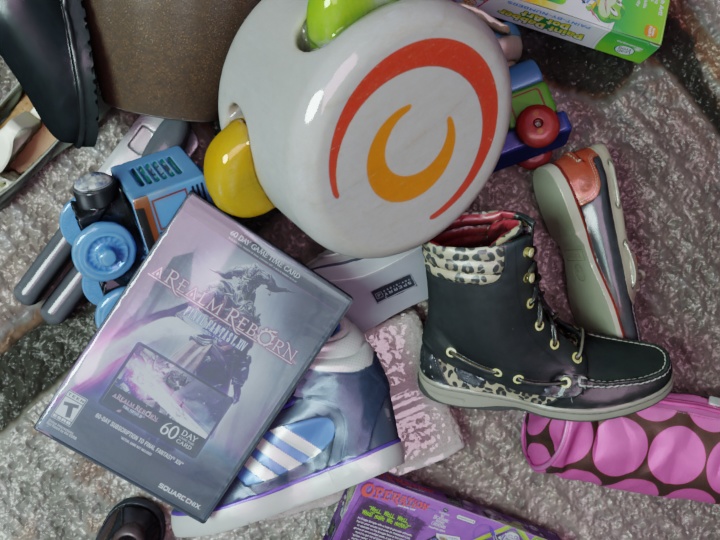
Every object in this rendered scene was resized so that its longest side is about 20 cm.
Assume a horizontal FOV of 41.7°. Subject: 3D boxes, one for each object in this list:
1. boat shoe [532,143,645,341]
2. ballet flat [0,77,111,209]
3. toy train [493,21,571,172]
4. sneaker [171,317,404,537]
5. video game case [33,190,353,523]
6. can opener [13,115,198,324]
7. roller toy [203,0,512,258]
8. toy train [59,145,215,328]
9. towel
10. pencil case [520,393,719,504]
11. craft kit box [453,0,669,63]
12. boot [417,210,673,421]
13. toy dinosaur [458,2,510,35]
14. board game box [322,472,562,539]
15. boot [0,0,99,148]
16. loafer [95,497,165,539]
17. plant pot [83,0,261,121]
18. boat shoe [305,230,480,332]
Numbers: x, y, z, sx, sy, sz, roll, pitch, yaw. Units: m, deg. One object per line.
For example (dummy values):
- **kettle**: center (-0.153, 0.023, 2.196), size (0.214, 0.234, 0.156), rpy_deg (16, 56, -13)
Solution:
- **boat shoe**: center (0.207, -0.006, 0.798), size (0.062, 0.071, 0.201), rpy_deg (-23, 99, -16)
- **ballet flat**: center (-0.252, -0.123, 0.748), size (0.067, 0.064, 0.200), rpy_deg (41, 89, -7)
- **toy train**: center (0.060, -0.119, 0.778), size (0.199, 0.085, 0.116), rpy_deg (-20, 79, 3)
- **sneaker**: center (-0.073, 0.113, 0.748), size (0.199, 0.081, 0.147), rpy_deg (-20, 83, 7)
- **video game case**: center (-0.117, 0.065, 0.681), size (0.143, 0.019, 0.201), rpy_deg (34, 93, -15)
- **can opener**: center (-0.204, -0.046, 0.756), size (0.053, 0.067, 0.200), rpy_deg (37, 89, -6)
- **roller toy**: center (-0.001, -0.112, 0.665), size (0.182, 0.140, 0.201), rpy_deg (11, 111, -42)
- **toy train**: center (-0.153, 0.008, 0.726), size (0.114, 0.087, 0.201), rpy_deg (-21, 123, -16)
- **towel**: center (-0.022, 0.124, 0.801), size (0.199, 0.034, 0.133), rpy_deg (-21, 96, -4)
- **pencil case**: center (0.242, 0.139, 0.802), size (0.199, 0.091, 0.094), rpy_deg (8, 128, -8)
- **craft kit box**: center (0.164, -0.293, 0.766), size (0.196, 0.049, 0.201), rpy_deg (16, 79, -4)
- **boot**: center (0.140, 0.034, 0.724), size (0.202, 0.074, 0.154), rpy_deg (1, 123, 11)
- **toy dinosaur**: center (0.012, -0.201, 0.745), size (0.199, 0.088, 0.048), rpy_deg (-10, 55, 14)
- **board game box**: center (0.064, 0.251, 0.804), size (0.199, 0.032, 0.121), rpy_deg (23, 101, -14)
- **boot**: center (-0.277, -0.173, 0.651), size (0.167, 0.076, 0.201), rpy_deg (-13, 113, -20)
- **loafer**: center (-0.217, 0.289, 0.779), size (0.071, 0.063, 0.201), rpy_deg (19, 92, -6)
- **plant pot**: center (-0.138, -0.220, 0.708), size (0.186, 0.187, 0.201), rpy_deg (9, 106, -6)
- **boat shoe**: center (0.000, 0.000, 0.778), size (0.199, 0.066, 0.072), rpy_deg (-25, 126, 9)
